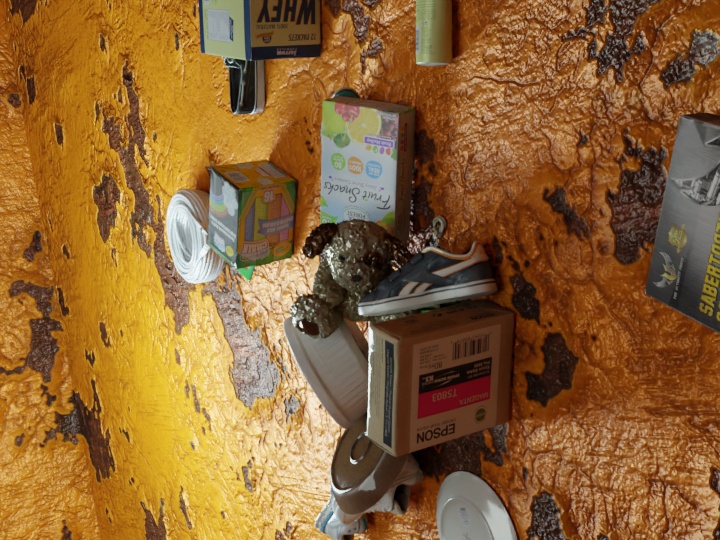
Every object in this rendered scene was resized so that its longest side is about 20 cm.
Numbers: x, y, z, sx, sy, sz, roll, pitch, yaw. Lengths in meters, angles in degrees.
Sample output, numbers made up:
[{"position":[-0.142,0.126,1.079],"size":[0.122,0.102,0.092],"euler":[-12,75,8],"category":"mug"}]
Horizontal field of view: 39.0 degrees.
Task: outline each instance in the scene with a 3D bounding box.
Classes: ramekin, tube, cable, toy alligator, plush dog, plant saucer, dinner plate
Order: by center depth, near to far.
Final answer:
[{"position":[0.100,-0.381,1.373],"size":[0.057,0.052,0.204],"euler":[1,98,16],"category":"tube"},{"position":[0.108,0.024,1.468],"size":[0.059,0.054,0.204],"euler":[-3,97,58],"category":"toy alligator"},{"position":[0.000,0.000,1.513],"size":[0.162,0.196,0.174],"euler":[-81,-3,-50],"category":"plush dog"},{"position":[0.167,0.402,1.517],"size":[0.199,0.024,0.204],"euler":[22,116,54],"category":"dinner plate"},{"position":[0.011,0.285,1.609],"size":[0.200,0.034,0.202],"euler":[-47,24,27],"category":"plant saucer"},{"position":[-0.034,0.142,1.621],"size":[0.204,0.093,0.202],"euler":[58,-176,-6],"category":"ramekin"},{"position":[-0.350,-0.075,2.166],"size":[0.202,0.068,0.201],"euler":[61,145,28],"category":"cable"}]

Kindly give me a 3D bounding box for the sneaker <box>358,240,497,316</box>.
[{"position":[0.087,0.012,1.412],"size":[0.197,0.078,0.081],"euler":[-13,83,13],"category":"sneaker"}]

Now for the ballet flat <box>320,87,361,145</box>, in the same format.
[{"position":[-0.028,-0.194,1.618],"size":[0.069,0.069,0.203],"euler":[28,122,52],"category":"ballet flat"}]

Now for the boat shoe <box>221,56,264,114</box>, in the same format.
[{"position":[-0.221,-0.388,1.862],"size":[0.073,0.067,0.203],"euler":[23,118,53],"category":"boat shoe"}]

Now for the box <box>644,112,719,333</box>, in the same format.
[{"position":[0.376,-0.041,1.022],"size":[0.158,0.048,0.203],"euler":[35,127,48],"category":"box"}]

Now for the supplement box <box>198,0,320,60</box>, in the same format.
[{"position":[-0.172,-0.460,1.699],"size":[0.199,0.133,0.204],"euler":[23,118,53],"category":"supplement box"}]

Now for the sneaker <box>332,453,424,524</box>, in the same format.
[{"position":[0.029,0.367,1.652],"size":[0.100,0.077,0.201],"euler":[53,125,21],"category":"sneaker"}]

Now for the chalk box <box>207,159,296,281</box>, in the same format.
[{"position":[-0.201,-0.085,1.872],"size":[0.124,0.122,0.203],"euler":[37,130,46],"category":"chalk box"}]

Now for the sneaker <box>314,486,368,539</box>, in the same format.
[{"position":[-0.012,0.410,1.778],"size":[0.086,0.075,0.202],"euler":[39,134,23],"category":"sneaker"}]

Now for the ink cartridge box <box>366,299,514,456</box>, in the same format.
[{"position":[0.108,0.140,1.364],"size":[0.075,0.197,0.168],"euler":[24,119,53],"category":"ink cartridge box"}]

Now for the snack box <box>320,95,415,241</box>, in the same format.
[{"position":[0.009,-0.152,1.536],"size":[0.141,0.053,0.203],"euler":[16,114,33],"category":"snack box"}]
